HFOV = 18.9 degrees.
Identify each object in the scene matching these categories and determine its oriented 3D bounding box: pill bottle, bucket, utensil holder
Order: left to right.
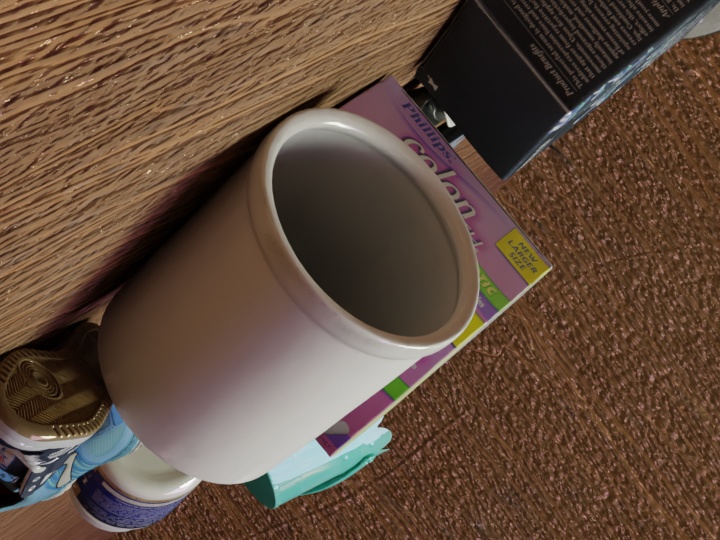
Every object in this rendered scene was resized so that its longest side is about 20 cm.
[{"bbox_3d":[-0.207,0.174,1.990,0.116,0.116,0.200,-38,175,-25],"label":"pill bottle"},{"bbox_3d":[-0.051,0.022,1.371,0.200,0.170,0.170,-39,178,38],"label":"utensil holder"},{"bbox_3d":[-0.078,0.131,2.172,0.134,0.208,0.207,-30,174,-16],"label":"bucket"}]

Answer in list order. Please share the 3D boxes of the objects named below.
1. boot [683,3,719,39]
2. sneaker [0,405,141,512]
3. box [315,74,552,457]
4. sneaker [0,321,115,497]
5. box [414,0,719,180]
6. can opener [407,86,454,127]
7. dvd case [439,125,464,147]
[{"bbox_3d":[0.241,-0.216,1.788,0.199,0.070,0.132,-17,-177,15],"label":"boot"},{"bbox_3d":[-0.226,0.130,1.580,0.090,0.079,0.200,-31,171,-48],"label":"sneaker"},{"bbox_3d":[0.000,0.000,1.514,0.200,0.176,0.097,-43,176,42],"label":"box"},{"bbox_3d":[-0.216,0.102,1.382,0.108,0.070,0.200,-43,179,15],"label":"sneaker"},{"bbox_3d":[0.159,-0.180,1.524,0.200,0.107,0.148,-38,177,-20],"label":"box"},{"bbox_3d":[0.084,-0.149,1.683,0.066,0.053,0.200,-4,-169,24],"label":"can opener"},{"bbox_3d":[0.023,-0.075,2.102,0.200,0.018,0.143,-42,175,41],"label":"dvd case"}]
